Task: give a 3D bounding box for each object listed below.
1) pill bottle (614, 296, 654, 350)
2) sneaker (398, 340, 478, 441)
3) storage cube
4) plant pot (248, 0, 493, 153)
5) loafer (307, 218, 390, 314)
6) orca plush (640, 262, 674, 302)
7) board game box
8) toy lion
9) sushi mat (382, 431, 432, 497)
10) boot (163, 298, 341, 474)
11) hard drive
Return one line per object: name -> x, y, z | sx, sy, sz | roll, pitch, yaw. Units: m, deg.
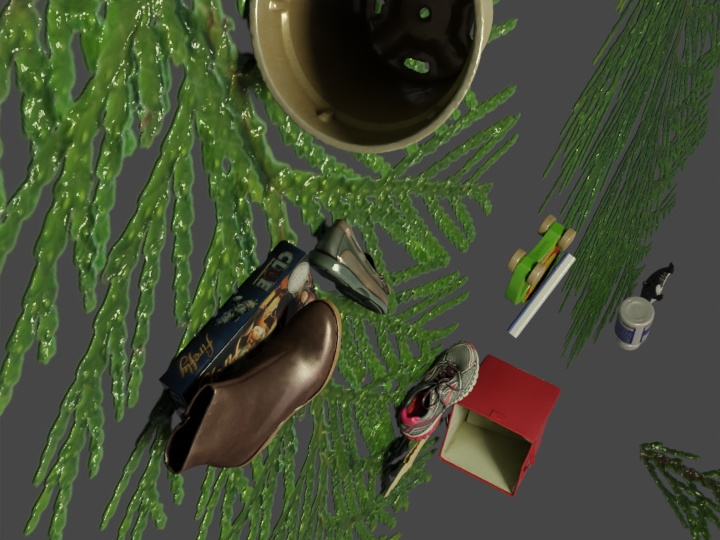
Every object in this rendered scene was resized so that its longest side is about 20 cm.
pill bottle -> 0.953, 0.192, 3.227 | 0.120, 0.119, 0.201 | -49, 155, -24
sneaker -> 0.141, 0.208, 1.618 | 0.201, 0.080, 0.075 | -53, 154, -18
storage cube -> 0.286, 0.315, 1.904 | 0.180, 0.198, 0.173 | -44, 152, -47
plant pot -> 0.031, -0.219, 0.802 | 0.183, 0.198, 0.203 | -40, 152, -63
loafer -> 0.000, 0.000, 1.110 | 0.064, 0.071, 0.200 | -63, 155, -8
orca plush -> 1.070, 0.053, 3.371 | 0.070, 0.107, 0.200 | 2, 152, -22
board game box -> -0.121, 0.082, 0.991 | 0.200, 0.034, 0.136 | -50, 155, -24
toy lion -> 0.347, -0.001, 1.845 | 0.200, 0.068, 0.193 | -43, 158, -36
sushi mat -> 0.088, 0.353, 1.701 | 0.096, 0.012, 0.201 | -46, 167, -29
boot -> -0.102, 0.116, 0.931 | 0.202, 0.072, 0.166 | -60, 159, 7
hard drive -> 0.378, 0.052, 1.933 | 0.201, 0.025, 0.132 | -54, 170, 5
